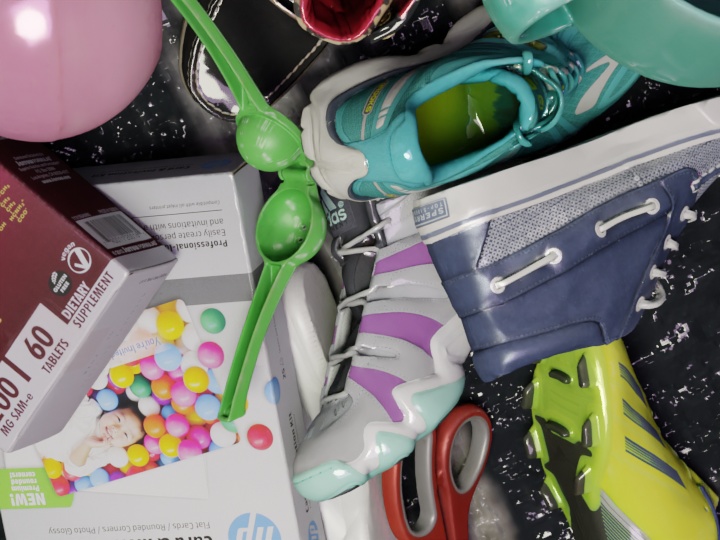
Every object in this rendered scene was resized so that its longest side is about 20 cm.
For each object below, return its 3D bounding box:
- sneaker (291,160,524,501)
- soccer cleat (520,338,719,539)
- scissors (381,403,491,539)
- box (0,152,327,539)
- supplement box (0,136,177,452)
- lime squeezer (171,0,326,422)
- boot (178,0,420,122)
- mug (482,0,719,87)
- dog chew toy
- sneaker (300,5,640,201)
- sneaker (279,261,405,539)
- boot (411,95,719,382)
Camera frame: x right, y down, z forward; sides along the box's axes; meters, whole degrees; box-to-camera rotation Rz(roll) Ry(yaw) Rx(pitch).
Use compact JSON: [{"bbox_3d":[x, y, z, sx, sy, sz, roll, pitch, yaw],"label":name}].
[{"bbox_3d":[0.000,0.000,1.328,0.140,0.078,0.200,46,62,-10],"label":"sneaker"},{"bbox_3d":[0.137,0.106,1.419,0.084,0.065,0.201,-23,109,-26],"label":"soccer cleat"},{"bbox_3d":[0.040,0.157,1.430,0.073,0.014,0.201,-24,122,-42],"label":"scissors"},{"bbox_3d":[-0.108,0.050,1.352,0.155,0.041,0.201,-4,107,20],"label":"box"},{"bbox_3d":[-0.195,-0.023,1.302,0.200,0.061,0.109,39,108,12],"label":"supplement box"},{"bbox_3d":[-0.050,-0.039,1.272,0.070,0.038,0.201,-14,107,-27],"label":"lime squeezer"},{"bbox_3d":[-0.017,-0.134,1.261,0.073,0.151,0.200,35,107,-14],"label":"boot"},{"bbox_3d":[0.139,-0.160,1.261,0.184,0.114,0.153,6,75,-13],"label":"mug"},{"bbox_3d":[-0.188,-0.112,1.223,0.199,0.125,0.125,-7,111,-11],"label":"dog chew toy"},{"bbox_3d":[0.067,-0.076,1.289,0.200,0.080,0.078,-28,109,-34],"label":"sneaker"},{"bbox_3d":[-0.036,0.095,1.400,0.088,0.075,0.201,-13,104,15],"label":"sneaker"},{"bbox_3d":[0.122,-0.019,1.318,0.199,0.073,0.091,-20,91,-22],"label":"boot"}]
